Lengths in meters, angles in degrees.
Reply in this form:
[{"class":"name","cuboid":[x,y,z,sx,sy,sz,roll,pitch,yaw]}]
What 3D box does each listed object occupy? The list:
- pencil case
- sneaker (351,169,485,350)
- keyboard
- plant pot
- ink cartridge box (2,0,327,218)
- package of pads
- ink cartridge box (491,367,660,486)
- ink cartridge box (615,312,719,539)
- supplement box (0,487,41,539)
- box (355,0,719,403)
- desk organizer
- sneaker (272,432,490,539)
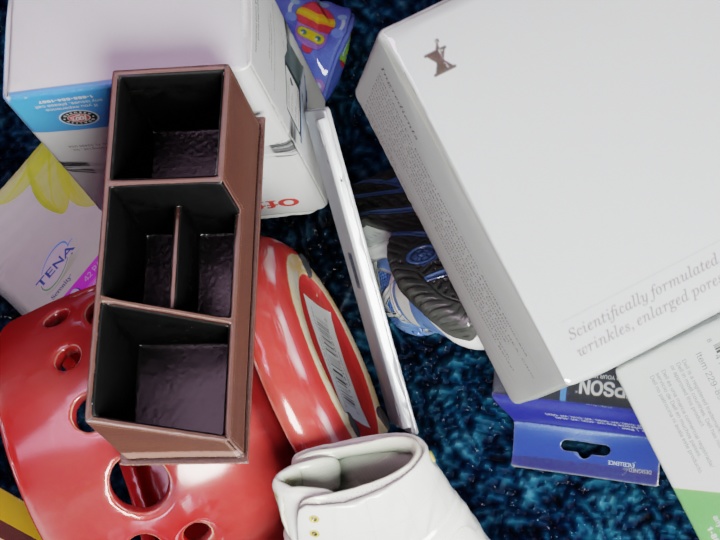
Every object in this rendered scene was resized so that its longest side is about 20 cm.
[{"class":"pencil case","cuboid":[-0.102,-0.165,1.275,0.199,0.087,0.078,19,69,-4]},{"class":"sneaker","cuboid":[0.049,0.003,1.124,0.075,0.077,0.200,-22,27,-8]},{"class":"keyboard","cuboid":[0.000,0.000,1.136,0.011,0.056,0.201,-16,97,-7]},{"class":"plant pot","cuboid":[-0.093,0.087,1.116,0.182,0.200,0.201,-25,56,11]},{"class":"ink cartridge box","cuboid":[-0.111,-0.103,1.146,0.146,0.200,0.086,-6,70,10]},{"class":"package of pads","cuboid":[-0.164,-0.044,1.297,0.154,0.068,0.200,37,84,34]},{"class":"ink cartridge box","cuboid":[0.131,0.019,1.091,0.099,0.039,0.201,3,87,31]},{"class":"ink cartridge box","cuboid":[0.255,0.067,0.985,0.199,0.087,0.146,-28,85,13]},{"class":"supplement box","cuboid":[-0.298,0.246,1.177,0.196,0.133,0.201,-8,62,24]},{"class":"box","cuboid":[0.131,-0.064,0.984,0.198,0.131,0.201,-26,85,-9]},{"class":"desk organizer","cuboid":[-0.097,-0.004,1.008,0.071,0.077,0.201,-2,70,9]},{"class":"sneaker","cuboid":[-0.037,0.154,1.028,0.199,0.116,0.074,-25,31,7]}]
